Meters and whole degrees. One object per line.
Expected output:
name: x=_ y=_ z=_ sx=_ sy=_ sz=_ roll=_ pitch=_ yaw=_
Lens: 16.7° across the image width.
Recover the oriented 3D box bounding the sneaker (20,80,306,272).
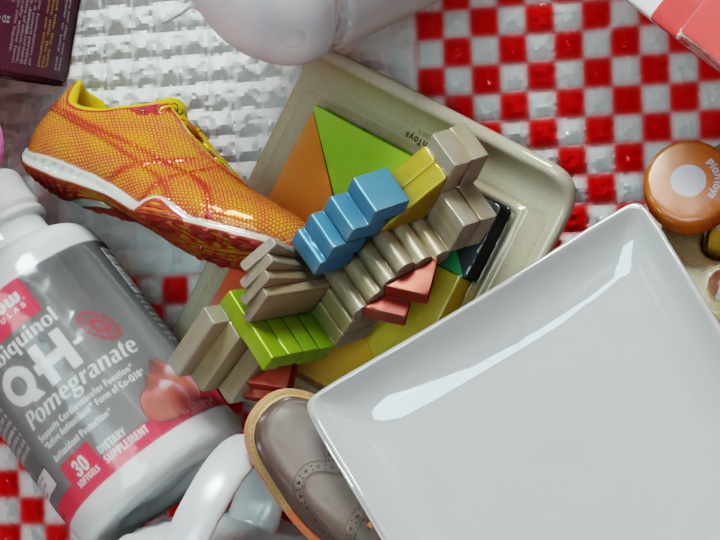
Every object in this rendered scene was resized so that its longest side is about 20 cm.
sneaker: x=-0.102 y=-0.055 z=1.336 sx=0.200 sy=0.073 sz=0.077 roll=25 pitch=80 yaw=30

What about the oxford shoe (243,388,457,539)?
oxford shoe: x=0.027 y=0.130 z=1.248 sx=0.200 sy=0.073 sz=0.071 roll=39 pitch=78 yaw=-7

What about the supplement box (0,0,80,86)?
supplement box: x=-0.250 y=-0.166 z=1.336 sx=0.131 sy=0.200 sz=0.103 roll=10 pitch=93 yaw=18

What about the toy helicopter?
toy helicopter: x=0.218 y=0.024 z=1.232 sx=0.132 sy=0.079 sz=0.200 roll=-8 pitch=69 yaw=4

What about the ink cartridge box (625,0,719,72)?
ink cartridge box: x=0.168 y=-0.178 z=1.204 sx=0.116 sy=0.067 sz=0.200 roll=-51 pitch=55 yaw=9

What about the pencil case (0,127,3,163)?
pencil case: x=-0.264 y=-0.070 z=1.341 sx=0.094 sy=0.200 sz=0.091 roll=-46 pitch=107 yaw=-12

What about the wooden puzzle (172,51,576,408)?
wooden puzzle: x=0.000 y=0.000 z=1.323 sx=0.185 sy=0.037 sz=0.200 roll=29 pitch=100 yaw=28

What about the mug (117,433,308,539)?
mug: x=-0.088 y=0.182 z=1.295 sx=0.147 sy=0.175 sz=0.200 roll=21 pitch=96 yaw=17

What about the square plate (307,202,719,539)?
square plate: x=0.103 y=0.096 z=1.198 sx=0.200 sy=0.028 sz=0.198 roll=-31 pitch=67 yaw=1

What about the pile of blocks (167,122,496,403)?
pile of blocks: x=-0.008 y=0.008 z=1.263 sx=0.200 sy=0.082 sz=0.062 roll=-42 pitch=66 yaw=14

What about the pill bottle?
pill bottle: x=-0.165 y=0.045 z=1.355 sx=0.111 sy=0.111 sz=0.200 roll=-42 pitch=78 yaw=13

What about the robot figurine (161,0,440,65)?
robot figurine: x=-0.011 y=-0.178 z=1.278 sx=0.200 sy=0.170 sz=0.113 roll=-28 pitch=76 yaw=-24
